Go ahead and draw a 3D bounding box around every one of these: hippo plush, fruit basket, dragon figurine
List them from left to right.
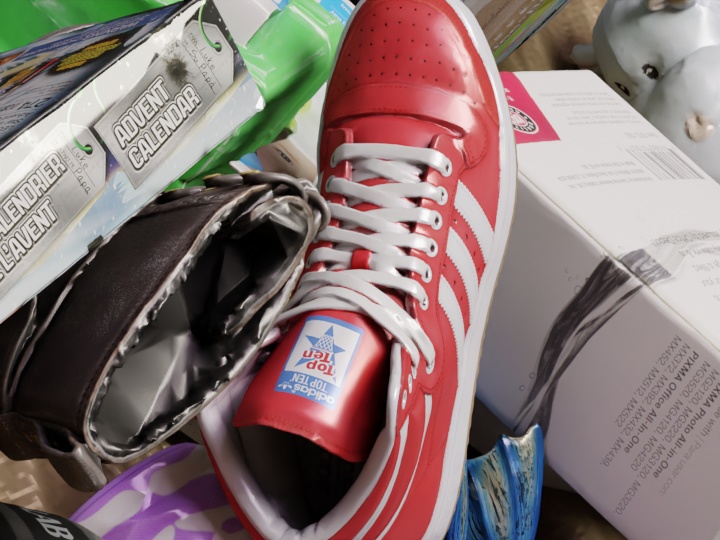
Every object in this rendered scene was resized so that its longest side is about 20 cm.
[{"bbox_3d":[-0.066,-0.114,1.043,0.185,0.094,0.200,41,30,-5],"label":"fruit basket"},{"bbox_3d":[0.027,0.078,1.003,0.099,0.202,0.059,19,14,37],"label":"dragon figurine"},{"bbox_3d":[0.200,-0.106,1.368,0.160,0.159,0.201,2,70,-32],"label":"hippo plush"}]

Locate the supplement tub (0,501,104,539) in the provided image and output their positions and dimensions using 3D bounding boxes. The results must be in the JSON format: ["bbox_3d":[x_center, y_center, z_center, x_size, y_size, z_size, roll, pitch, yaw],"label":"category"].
[{"bbox_3d":[-0.142,0.117,0.793,0.199,0.123,0.123,18,42,-35],"label":"supplement tub"}]

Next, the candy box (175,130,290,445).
[{"bbox_3d":[-0.104,-0.040,1.059,0.199,0.061,0.137,36,34,-14],"label":"candy box"}]

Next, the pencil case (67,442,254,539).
[{"bbox_3d":[-0.034,0.150,0.914,0.085,0.084,0.200,-33,74,-17],"label":"pencil case"}]

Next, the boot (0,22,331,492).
[{"bbox_3d":[-0.071,-0.007,0.849,0.069,0.173,0.201,49,54,-27],"label":"boot"}]

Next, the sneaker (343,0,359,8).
[{"bbox_3d":[-0.052,-0.171,1.185,0.199,0.076,0.091,19,51,16],"label":"sneaker"}]

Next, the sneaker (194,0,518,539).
[{"bbox_3d":[0.000,0.000,0.919,0.112,0.071,0.202,12,82,-71],"label":"sneaker"}]

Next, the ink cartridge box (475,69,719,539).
[{"bbox_3d":[0.102,0.017,1.066,0.200,0.084,0.145,44,24,22],"label":"ink cartridge box"}]

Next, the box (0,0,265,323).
[{"bbox_3d":[-0.138,-0.013,0.789,0.137,0.199,0.040,-44,113,-40],"label":"box"}]

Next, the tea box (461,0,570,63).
[{"bbox_3d":[0.070,-0.195,1.283,0.134,0.200,0.197,47,31,3],"label":"tea box"}]

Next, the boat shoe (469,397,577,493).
[{"bbox_3d":[0.110,0.056,1.175,0.199,0.071,0.072,28,37,-22],"label":"boat shoe"}]
